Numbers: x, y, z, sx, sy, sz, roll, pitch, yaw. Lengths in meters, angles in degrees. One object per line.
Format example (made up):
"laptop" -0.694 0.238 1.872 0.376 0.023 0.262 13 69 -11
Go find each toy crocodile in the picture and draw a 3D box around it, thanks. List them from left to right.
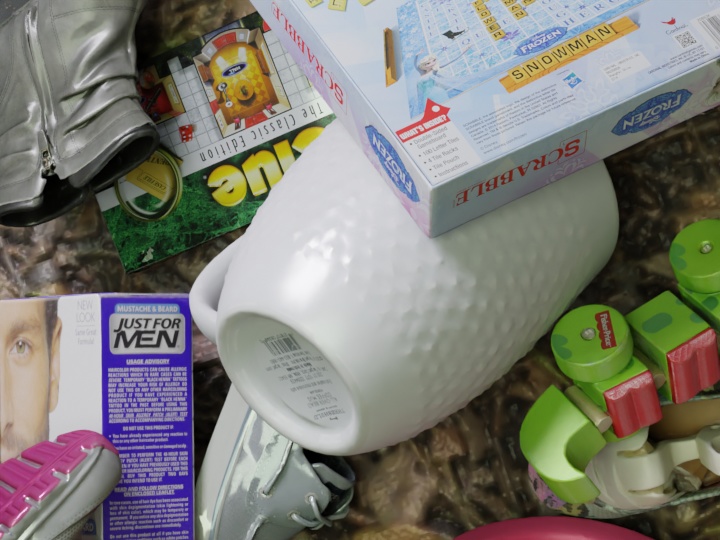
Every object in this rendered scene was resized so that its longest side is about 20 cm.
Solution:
"toy crocodile" 0.157 0.035 1.224 0.200 0.068 0.062 -36 47 -14

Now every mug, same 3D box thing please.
"mug" 0.000 0.000 1.222 0.200 0.175 0.148 1 127 46

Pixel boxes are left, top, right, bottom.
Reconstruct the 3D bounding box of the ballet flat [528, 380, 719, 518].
"ballet flat" 0.174 0.088 1.252 0.199 0.071 0.069 -13 102 17

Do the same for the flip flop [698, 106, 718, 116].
"flip flop" 0.132 -0.104 1.250 0.199 0.081 0.058 11 117 16

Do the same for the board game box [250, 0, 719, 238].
"board game box" 0.066 -0.132 1.187 0.199 0.041 0.200 -24 58 -18

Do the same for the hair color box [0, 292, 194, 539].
"hair color box" -0.140 0.113 1.316 0.109 0.065 0.201 -4 85 53

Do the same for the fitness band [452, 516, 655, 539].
"fitness band" 0.099 0.180 1.212 0.143 0.200 0.038 -1 114 1

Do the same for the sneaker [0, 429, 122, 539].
"sneaker" -0.173 0.172 1.241 0.088 0.081 0.200 34 92 -21

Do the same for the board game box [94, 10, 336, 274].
"board game box" -0.056 -0.081 1.332 0.199 0.023 0.105 -23 91 17

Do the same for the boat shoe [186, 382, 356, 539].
"boat shoe" -0.037 0.101 1.316 0.071 0.070 0.202 19 97 22

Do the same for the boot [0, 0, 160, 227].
"boot" -0.127 -0.115 1.305 0.200 0.068 0.131 -37 61 24
